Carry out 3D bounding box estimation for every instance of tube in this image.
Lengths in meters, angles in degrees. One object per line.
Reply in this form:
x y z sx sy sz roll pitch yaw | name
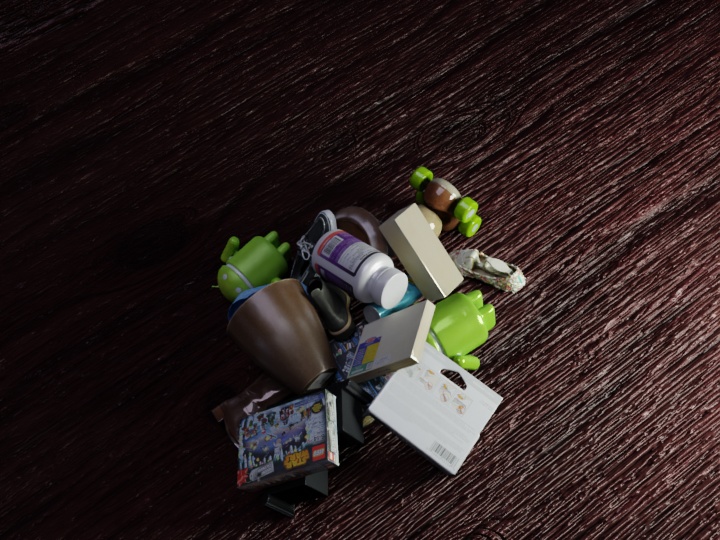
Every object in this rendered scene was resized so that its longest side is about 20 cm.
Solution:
0.090 0.056 1.544 0.077 0.051 0.200 31 44 29 | tube

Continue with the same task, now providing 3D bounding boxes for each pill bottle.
0.000 0.000 1.485 0.199 0.112 0.111 31 67 35 | pill bottle

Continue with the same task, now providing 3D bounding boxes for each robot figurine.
0.175 0.124 1.426 0.199 0.116 0.176 -31 56 -11 | robot figurine
-0.253 0.000 1.666 0.175 0.116 0.200 42 71 13 | robot figurine

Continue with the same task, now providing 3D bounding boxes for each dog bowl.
-0.200 0.082 1.592 0.199 0.112 0.050 -15 33 8 | dog bowl

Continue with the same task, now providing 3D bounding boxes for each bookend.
-0.077 0.335 1.326 0.199 0.092 0.200 -22 49 23 | bookend

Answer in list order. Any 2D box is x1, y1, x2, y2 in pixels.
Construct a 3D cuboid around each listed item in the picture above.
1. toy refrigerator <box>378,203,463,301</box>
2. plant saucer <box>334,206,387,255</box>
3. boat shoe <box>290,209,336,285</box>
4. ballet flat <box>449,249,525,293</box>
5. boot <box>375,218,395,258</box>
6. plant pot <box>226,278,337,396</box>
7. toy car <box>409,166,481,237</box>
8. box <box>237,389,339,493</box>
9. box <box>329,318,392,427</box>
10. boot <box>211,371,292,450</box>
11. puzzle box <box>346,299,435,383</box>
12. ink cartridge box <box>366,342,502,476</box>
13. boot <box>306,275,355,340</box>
0.130 -0.036 1.524 0.076 0.201 0.070 -40 11 -34 | toy refrigerator
-0.023 -0.043 1.595 0.200 0.201 0.032 32 27 34 | plant saucer
-0.114 -0.048 1.609 0.068 0.200 0.074 -9 46 -42 | boat shoe
0.271 -0.013 1.552 0.199 0.064 0.076 20 61 30 | ballet flat
0.009 -0.067 1.624 0.199 0.132 0.070 33 33 28 | boot
-0.140 0.153 1.439 0.186 0.187 0.200 -36 68 -12 | plant pot
0.149 -0.103 1.617 0.164 0.158 0.200 38 83 25 | toy car
-0.135 0.313 1.289 0.199 0.040 0.138 -23 50 21 | box
0.013 0.208 1.467 0.158 0.046 0.200 -32 51 -9 | box
-0.188 0.288 1.461 0.199 0.064 0.186 -34 53 -17 | boot
0.058 0.142 1.383 0.200 0.025 0.134 -27 35 48 | puzzle box
0.140 0.256 1.334 0.199 0.044 0.174 36 72 8 | ink cartridge box
-0.079 0.046 1.536 0.077 0.139 0.200 -34 30 -2 | boot
